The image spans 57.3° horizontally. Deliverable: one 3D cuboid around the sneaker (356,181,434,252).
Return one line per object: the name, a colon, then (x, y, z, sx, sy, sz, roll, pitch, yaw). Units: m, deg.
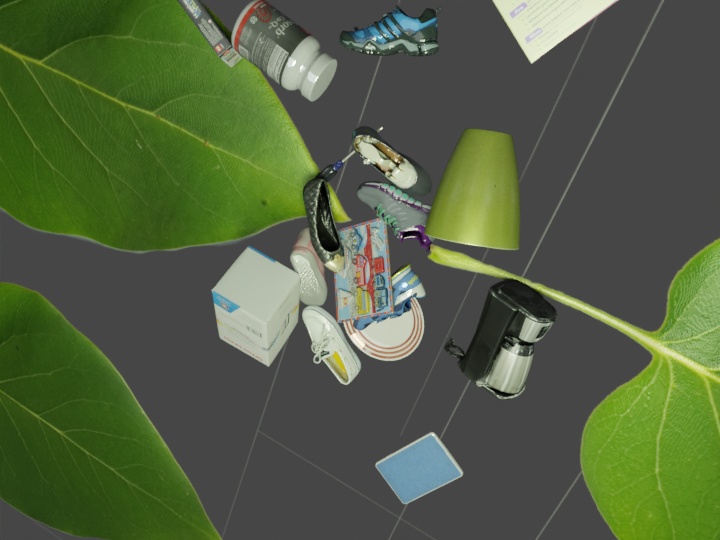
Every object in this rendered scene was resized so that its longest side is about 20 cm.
sneaker: (0.071, -0.112, 1.351, 0.196, 0.089, 0.075, 23, 155, 13)

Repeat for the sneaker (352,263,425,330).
sneaker: (0.059, 0.076, 1.424, 0.082, 0.074, 0.200, 44, 120, -2)

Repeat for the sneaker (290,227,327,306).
sneaker: (-0.107, -0.013, 1.493, 0.073, 0.107, 0.203, 5, 141, 11)

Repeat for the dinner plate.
dinner plate: (0.052, 0.107, 1.492, 0.195, 0.024, 0.206, 9, 114, 20)

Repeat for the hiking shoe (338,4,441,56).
hiking shoe: (0.055, -0.455, 1.252, 0.194, 0.074, 0.089, 5, 105, 10)

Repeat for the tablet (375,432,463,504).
tablet: (0.140, 0.483, 1.607, 0.199, 0.014, 0.131, -37, 93, 29)

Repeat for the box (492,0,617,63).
box: (0.314, -0.491, 1.107, 0.174, 0.097, 0.202, -32, 96, 30)

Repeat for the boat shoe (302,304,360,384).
boat shoe: (-0.080, 0.181, 1.532, 0.074, 0.086, 0.205, -24, 104, 34)

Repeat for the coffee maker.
coffee maker: (0.278, 0.128, 1.341, 0.188, 0.135, 0.205, 23, 117, 14)

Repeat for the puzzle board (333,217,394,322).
puzzle board: (0.000, 0.000, 1.410, 0.148, 0.017, 0.206, -13, 75, 34)

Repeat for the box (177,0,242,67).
box: (-0.326, -0.520, 1.356, 0.034, 0.110, 0.202, -36, 94, 5)

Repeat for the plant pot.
plant pot: (0.223, -0.157, 1.242, 0.182, 0.187, 0.206, 11, 99, 18)

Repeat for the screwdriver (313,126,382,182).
screwdriver: (-0.029, -0.239, 1.388, 0.199, 0.029, 0.028, -38, 76, 30)

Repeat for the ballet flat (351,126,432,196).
ballet flat: (0.059, -0.214, 1.331, 0.199, 0.073, 0.073, 40, 120, 0)

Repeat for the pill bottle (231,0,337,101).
pill bottle: (-0.150, -0.435, 1.313, 0.198, 0.116, 0.117, 37, 119, 5)

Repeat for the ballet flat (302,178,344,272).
ballet flat: (-0.076, -0.095, 1.402, 0.056, 0.065, 0.205, -9, 100, 53)

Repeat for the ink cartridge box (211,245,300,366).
ink cartridge box: (-0.231, 0.084, 1.492, 0.145, 0.146, 0.202, 27, 147, 11)
